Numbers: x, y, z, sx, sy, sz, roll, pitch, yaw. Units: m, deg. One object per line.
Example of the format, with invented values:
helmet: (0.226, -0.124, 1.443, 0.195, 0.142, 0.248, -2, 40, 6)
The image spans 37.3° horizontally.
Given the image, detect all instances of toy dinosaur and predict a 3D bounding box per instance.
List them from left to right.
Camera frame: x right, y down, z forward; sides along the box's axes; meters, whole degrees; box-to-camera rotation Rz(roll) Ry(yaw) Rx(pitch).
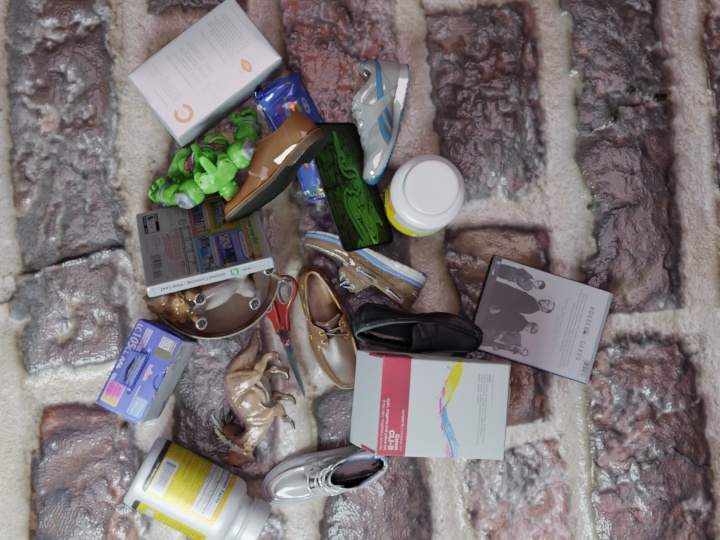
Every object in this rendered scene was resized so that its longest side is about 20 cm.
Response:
toy dinosaur: (-0.173, 0.193, 1.611, 0.135, 0.086, 0.200, -14, 82, 3)

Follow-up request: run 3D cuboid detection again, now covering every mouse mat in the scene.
mouse mat: (-0.015, -0.130, 1.608, 0.008, 0.161, 0.200, -18, 88, 30)

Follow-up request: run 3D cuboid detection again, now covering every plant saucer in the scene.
plant saucer: (-0.221, 0.013, 1.617, 0.200, 0.034, 0.200, 0, 69, 0)

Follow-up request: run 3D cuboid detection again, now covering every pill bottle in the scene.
pill bottle: (-0.238, 0.339, 1.580, 0.200, 0.111, 0.111, 29, 86, -4)
pill bottle: (0.094, -0.111, 1.580, 0.109, 0.200, 0.109, 0, 87, -3)

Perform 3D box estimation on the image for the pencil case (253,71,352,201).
pencil case: (-0.089, -0.200, 1.617, 0.087, 0.078, 0.200, -32, 102, -23)

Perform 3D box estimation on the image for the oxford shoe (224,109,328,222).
oxford shoe: (-0.135, -0.149, 1.541, 0.200, 0.071, 0.071, -44, 80, 18)

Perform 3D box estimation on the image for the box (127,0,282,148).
box: (-0.234, -0.299, 1.625, 0.200, 0.097, 0.124, -38, 90, -5)

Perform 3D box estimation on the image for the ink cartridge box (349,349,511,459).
ink cartridge box: (0.102, 0.197, 1.572, 0.200, 0.145, 0.145, 5, 87, -15)

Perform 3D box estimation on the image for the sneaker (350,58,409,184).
sneaker: (0.021, -0.230, 1.648, 0.081, 0.077, 0.200, 11, 77, -4)

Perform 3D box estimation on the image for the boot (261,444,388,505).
boot: (-0.054, 0.306, 1.601, 0.200, 0.096, 0.074, -19, 88, -4)

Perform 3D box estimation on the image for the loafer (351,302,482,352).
loafer: (0.086, 0.099, 1.618, 0.200, 0.070, 0.068, 10, 125, 0)

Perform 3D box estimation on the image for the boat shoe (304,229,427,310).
boat shoe: (0.000, 0.000, 1.633, 0.200, 0.072, 0.072, 23, 87, -2)

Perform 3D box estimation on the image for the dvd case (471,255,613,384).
dvd case: (0.280, 0.077, 1.668, 0.200, 0.025, 0.150, 18, 86, -2)

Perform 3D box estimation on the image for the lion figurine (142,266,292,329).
lion figurine: (-0.211, 0.028, 1.555, 0.200, 0.122, 0.073, -15, 108, -22)

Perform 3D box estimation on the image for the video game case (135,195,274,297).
video game case: (-0.232, -0.045, 1.568, 0.182, 0.200, 0.022, -14, 127, -7)

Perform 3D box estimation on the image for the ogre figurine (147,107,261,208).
ogre figurine: (-0.227, -0.157, 1.599, 0.200, 0.120, 0.098, -22, 121, -9)

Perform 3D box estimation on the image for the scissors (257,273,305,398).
scissors: (-0.123, 0.099, 1.645, 0.073, 0.014, 0.200, -4, 95, 21)

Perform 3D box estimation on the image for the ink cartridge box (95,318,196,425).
ink cartridge box: (-0.308, 0.144, 1.544, 0.076, 0.200, 0.137, 26, 85, -1)

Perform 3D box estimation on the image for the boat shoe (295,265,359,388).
boat shoe: (-0.049, 0.088, 1.627, 0.072, 0.068, 0.200, -20, 88, -4)
